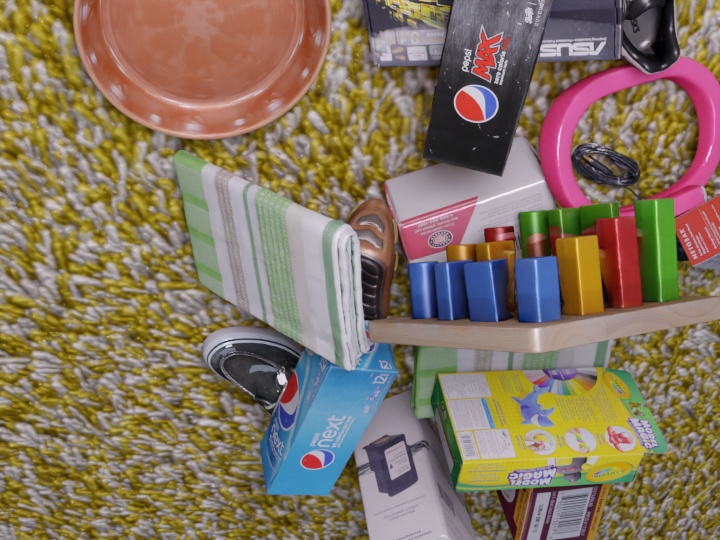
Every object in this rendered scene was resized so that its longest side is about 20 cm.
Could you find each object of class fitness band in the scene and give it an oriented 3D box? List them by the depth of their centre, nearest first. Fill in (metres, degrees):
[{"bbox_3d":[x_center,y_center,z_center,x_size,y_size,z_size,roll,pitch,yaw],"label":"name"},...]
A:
[{"bbox_3d":[0.248,-0.113,0.885,0.200,0.037,0.144,-20,105,-22],"label":"fitness band"}]

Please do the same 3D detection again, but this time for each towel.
[{"bbox_3d":[-0.076,-0.013,0.849,0.031,0.200,0.149,-36,138,-35],"label":"towel"},{"bbox_3d":[0.149,0.077,0.972,0.200,0.031,0.149,-5,128,-7],"label":"towel"}]

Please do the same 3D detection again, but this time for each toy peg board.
[{"bbox_3d":[0.137,0.000,0.780,0.199,0.200,0.098,-6,92,-34],"label":"toy peg board"}]

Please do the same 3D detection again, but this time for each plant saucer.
[{"bbox_3d":[-0.123,-0.197,0.784,0.200,0.032,0.200,-7,129,-8],"label":"plant saucer"}]

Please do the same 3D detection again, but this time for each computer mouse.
[{"bbox_3d":[0.283,-0.072,0.989,0.200,0.034,0.059,36,136,-29],"label":"computer mouse"}]

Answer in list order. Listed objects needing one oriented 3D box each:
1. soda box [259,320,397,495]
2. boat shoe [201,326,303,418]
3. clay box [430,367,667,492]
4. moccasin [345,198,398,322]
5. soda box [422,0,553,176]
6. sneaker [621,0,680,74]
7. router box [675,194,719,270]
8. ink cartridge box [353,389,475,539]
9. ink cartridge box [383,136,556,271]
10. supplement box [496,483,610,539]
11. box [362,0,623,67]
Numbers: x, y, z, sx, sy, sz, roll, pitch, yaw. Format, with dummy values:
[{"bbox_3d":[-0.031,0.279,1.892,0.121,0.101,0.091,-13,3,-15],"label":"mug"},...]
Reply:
[{"bbox_3d":[-0.035,0.134,0.952,0.068,0.064,0.200,7,132,-22],"label":"soda box"},{"bbox_3d":[-0.073,0.121,1.027,0.200,0.071,0.072,28,117,-31],"label":"boat shoe"},{"bbox_3d":[0.177,0.148,0.941,0.200,0.115,0.048,0,129,-11],"label":"clay box"},{"bbox_3d":[-0.002,0.000,0.928,0.074,0.078,0.201,16,153,8],"label":"moccasin"},{"bbox_3d":[0.098,-0.170,0.734,0.071,0.063,0.200,15,135,5],"label":"soda box"},{"bbox_3d":[0.216,-0.247,0.790,0.076,0.088,0.200,-27,128,11],"label":"sneaker"},{"bbox_3d":[0.410,-0.061,0.928,0.179,0.049,0.200,-32,161,31],"label":"router box"},{"bbox_3d":[0.062,0.255,1.086,0.084,0.200,0.145,-23,130,9],"label":"ink cartridge box"},{"bbox_3d":[0.118,-0.011,0.959,0.146,0.085,0.200,-18,129,1],"label":"ink cartridge box"},{"bbox_3d":[0.184,0.180,1.052,0.086,0.200,0.110,-4,129,-9],"label":"supplement box"},{"bbox_3d":[0.097,-0.237,0.749,0.200,0.049,0.161,2,135,16],"label":"box"}]
